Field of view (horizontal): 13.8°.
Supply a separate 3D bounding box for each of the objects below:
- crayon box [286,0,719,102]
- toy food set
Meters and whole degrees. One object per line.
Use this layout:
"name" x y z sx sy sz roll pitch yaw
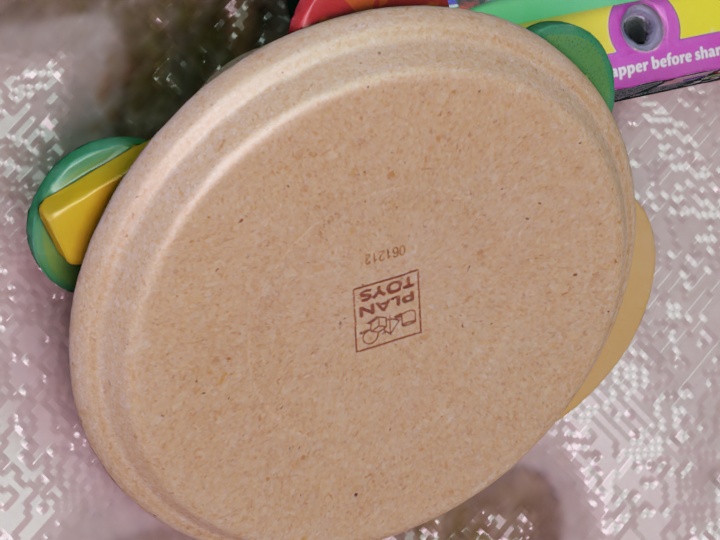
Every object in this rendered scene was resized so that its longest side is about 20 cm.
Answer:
"crayon box" 0.067 -0.142 0.995 0.199 0.058 0.173 -12 88 -20
"toy food set" 0.000 0.000 0.926 0.200 0.049 0.198 -29 128 -9
